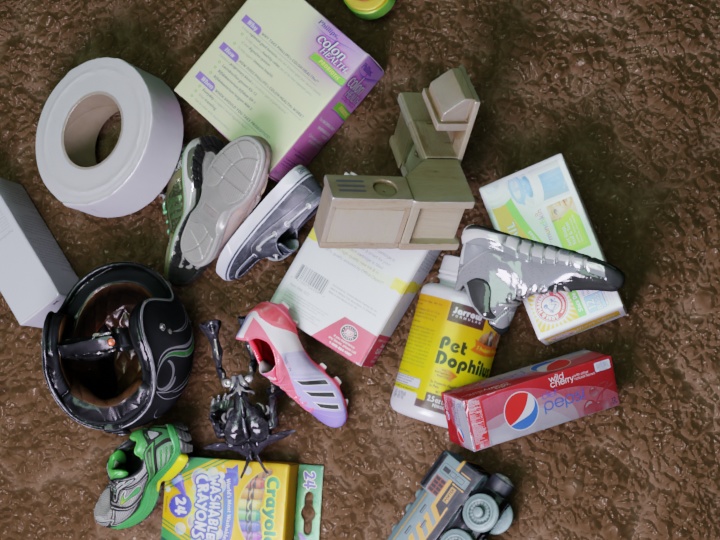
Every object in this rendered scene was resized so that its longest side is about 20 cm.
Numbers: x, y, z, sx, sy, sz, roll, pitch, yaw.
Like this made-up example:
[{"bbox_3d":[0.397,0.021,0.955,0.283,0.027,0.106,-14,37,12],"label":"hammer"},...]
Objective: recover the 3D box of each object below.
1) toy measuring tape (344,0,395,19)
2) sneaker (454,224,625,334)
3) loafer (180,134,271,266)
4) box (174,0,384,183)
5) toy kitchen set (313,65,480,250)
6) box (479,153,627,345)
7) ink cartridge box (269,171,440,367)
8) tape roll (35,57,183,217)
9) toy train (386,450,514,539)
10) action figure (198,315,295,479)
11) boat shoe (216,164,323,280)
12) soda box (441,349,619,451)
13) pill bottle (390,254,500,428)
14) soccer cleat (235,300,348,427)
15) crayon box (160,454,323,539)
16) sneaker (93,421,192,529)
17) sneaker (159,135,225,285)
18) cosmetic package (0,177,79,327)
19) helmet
[{"bbox_3d":[0.047,-0.355,1.742,0.199,0.074,0.074,8,86,15],"label":"toy measuring tape"},{"bbox_3d":[0.199,0.025,1.560,0.199,0.075,0.116,17,93,26],"label":"sneaker"},{"bbox_3d":[-0.162,-0.092,1.709,0.072,0.063,0.200,44,121,19],"label":"loafer"},{"bbox_3d":[-0.104,-0.244,1.752,0.176,0.097,0.200,41,95,14],"label":"box"},{"bbox_3d":[0.034,-0.152,1.603,0.179,0.164,0.201,0,45,-18],"label":"toy kitchen set"},{"bbox_3d":[0.234,-0.022,1.640,0.112,0.101,0.201,-23,79,10],"label":"box"},{"bbox_3d":[0.000,0.000,1.705,0.145,0.083,0.201,32,92,14],"label":"ink cartridge box"},{"bbox_3d":[-0.332,-0.174,1.786,0.201,0.071,0.204,-7,76,28],"label":"tape roll"},{"bbox_3d":[0.101,0.317,1.650,0.114,0.085,0.201,37,95,27],"label":"toy train"},{"bbox_3d":[-0.145,0.159,1.716,0.118,0.102,0.202,-10,86,7],"label":"action figure"},{"bbox_3d":[-0.110,-0.044,1.722,0.068,0.072,0.200,47,119,8],"label":"boat shoe"},{"bbox_3d":[0.200,0.151,1.595,0.199,0.070,0.064,-14,99,-19],"label":"soda box"},{"bbox_3d":[0.112,0.087,1.654,0.109,0.109,0.201,15,88,15],"label":"pill bottle"},{"bbox_3d":[-0.085,0.127,1.677,0.066,0.201,0.077,0,38,46],"label":"soccer cleat"},{"bbox_3d":[-0.151,0.304,1.725,0.198,0.052,0.127,2,84,14],"label":"crayon box"},{"bbox_3d":[-0.294,0.257,1.721,0.200,0.085,0.078,-54,46,33],"label":"sneaker"},{"bbox_3d":[-0.231,-0.080,1.793,0.088,0.077,0.202,9,87,46],"label":"sneaker"},{"bbox_3d":[-0.453,-0.024,1.812,0.071,0.101,0.201,-36,76,8],"label":"cosmetic package"},{"bbox_3d":[-0.301,0.096,1.716,0.198,0.191,0.202,2,106,8],"label":"helmet"}]
